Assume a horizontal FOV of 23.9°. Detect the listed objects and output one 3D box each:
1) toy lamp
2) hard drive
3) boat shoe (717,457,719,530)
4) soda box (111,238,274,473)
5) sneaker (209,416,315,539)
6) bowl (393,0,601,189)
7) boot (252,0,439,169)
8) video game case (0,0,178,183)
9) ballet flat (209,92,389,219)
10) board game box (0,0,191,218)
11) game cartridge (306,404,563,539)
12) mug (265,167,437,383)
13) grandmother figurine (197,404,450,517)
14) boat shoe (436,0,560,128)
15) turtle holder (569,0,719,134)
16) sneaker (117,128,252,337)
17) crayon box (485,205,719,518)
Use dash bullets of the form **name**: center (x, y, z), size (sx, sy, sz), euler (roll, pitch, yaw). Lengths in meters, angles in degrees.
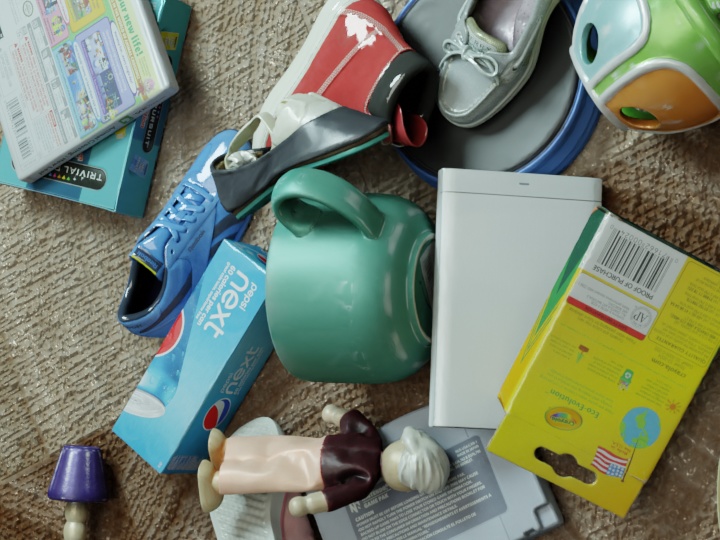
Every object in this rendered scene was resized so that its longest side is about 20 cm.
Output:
- **toy lamp**: center (-0.257, 0.259, 1.528), size (0.058, 0.058, 0.202), euler (0, 86, 27)
- **hard drive**: center (0.122, 0.025, 1.334), size (0.130, 0.027, 0.202), euler (3, 85, -9)
- **boat shoe**: center (0.296, 0.117, 1.246), size (0.073, 0.066, 0.202), euler (7, 87, 28)
- **soda box**: center (-0.130, 0.077, 1.478), size (0.068, 0.064, 0.201), euler (36, 100, 26)
- **sneaker**: center (-0.070, 0.227, 1.430), size (0.075, 0.105, 0.201), euler (-25, 44, 17)
- **bowl**: center (0.103, -0.159, 1.396), size (0.199, 0.039, 0.203), euler (-3, 83, 27)
- **boot**: center (-0.012, -0.112, 1.401), size (0.145, 0.072, 0.201), euler (53, 126, 37)
- **video game case**: center (-0.268, -0.209, 1.554), size (0.181, 0.022, 0.202), euler (-28, 71, 23)
- **ballet flat**: center (-0.058, -0.101, 1.365), size (0.199, 0.073, 0.074), euler (-25, 71, 48)
- **board game box**: center (-0.250, -0.163, 1.578), size (0.150, 0.047, 0.202), euler (14, 91, 29)
- **game cartridge**: center (0.056, 0.184, 1.384), size (0.199, 0.041, 0.134), euler (-29, 68, 22)
- **mug**: center (0.001, 0.011, 1.347), size (0.113, 0.185, 0.154), euler (0, 80, 24)
- **grandmother figurine**: center (-0.025, 0.155, 1.364), size (0.198, 0.061, 0.122), euler (-1, 48, 15)
- **boat shoe**: center (0.113, -0.204, 1.331), size (0.074, 0.065, 0.203), euler (45, 114, 24)
- **turtle holder**: center (0.221, -0.190, 1.281), size (0.131, 0.141, 0.187), euler (-36, 71, 21)
- **sneaker**: center (-0.154, -0.033, 1.496), size (0.066, 0.078, 0.201), euler (28, 96, 29)
- **crayon box**: center (0.189, 0.069, 1.285), size (0.126, 0.051, 0.201), euler (27, 97, -6)
